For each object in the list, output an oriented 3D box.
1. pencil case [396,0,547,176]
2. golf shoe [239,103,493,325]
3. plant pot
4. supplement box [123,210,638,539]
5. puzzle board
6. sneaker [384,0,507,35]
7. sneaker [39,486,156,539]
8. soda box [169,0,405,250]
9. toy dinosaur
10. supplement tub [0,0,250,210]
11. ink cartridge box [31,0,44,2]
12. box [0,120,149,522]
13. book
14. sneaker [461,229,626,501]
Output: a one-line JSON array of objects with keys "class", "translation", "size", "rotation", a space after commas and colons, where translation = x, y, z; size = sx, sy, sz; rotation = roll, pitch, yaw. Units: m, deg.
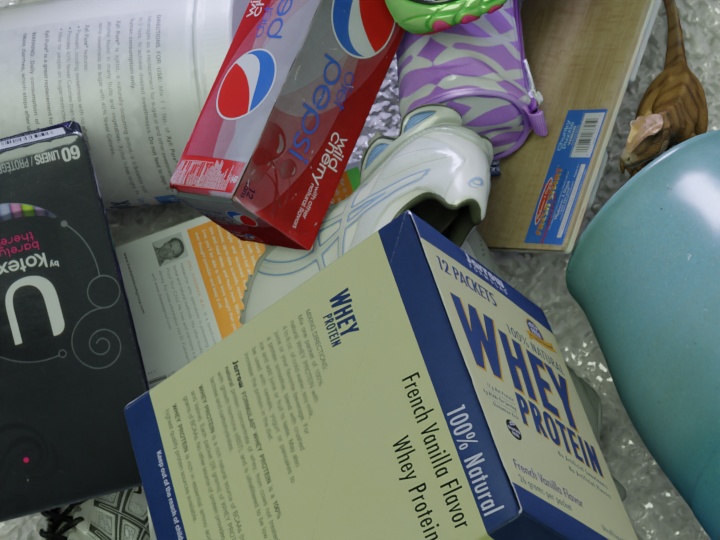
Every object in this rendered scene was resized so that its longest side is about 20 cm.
[{"class": "pencil case", "translation": [0.061, -0.160, 1.459], "size": [0.085, 0.084, 0.200], "rotation": [-13, 62, 17]}, {"class": "golf shoe", "translation": [0.000, 0.000, 1.390], "size": [0.078, 0.097, 0.200], "rotation": [28, 116, -24]}, {"class": "plant pot", "translation": [0.220, 0.032, 1.366], "size": [0.200, 0.200, 0.188], "rotation": [-41, 65, 1]}, {"class": "supplement box", "translation": [0.011, 0.118, 1.281], "size": [0.200, 0.134, 0.200], "rotation": [-35, 50, 19]}, {"class": "puzzle board", "translation": [0.118, -0.104, 1.439], "size": [0.017, 0.151, 0.200], "rotation": [21, 83, -24]}, {"class": "sneaker", "translation": [0.097, -0.206, 1.385], "size": [0.200, 0.077, 0.084], "rotation": [-30, 101, -14]}, {"class": "sneaker", "translation": [-0.159, 0.165, 1.446], "size": [0.076, 0.088, 0.200], "rotation": [-27, 71, 37]}, {"class": "soda box", "translation": [-0.031, -0.116, 1.400], "size": [0.063, 0.070, 0.200], "rotation": [10, 72, 47]}, {"class": "toy dinosaur", "translation": [0.184, -0.099, 1.444], "size": [0.060, 0.200, 0.106], "rotation": [5, 121, 6]}, {"class": "supplement tub", "translation": [-0.158, -0.100, 1.485], "size": [0.200, 0.132, 0.132], "rotation": [-6, 78, 10]}, {"class": "ink cartridge box", "translation": [-0.136, -0.259, 1.566], "size": [0.161, 0.050, 0.200], "rotation": [-15, 59, 8]}, {"class": "box", "translation": [-0.189, 0.028, 1.380], "size": [0.122, 0.106, 0.200], "rotation": [-15, 99, -6]}, {"class": "book", "translation": [-0.050, 0.023, 1.486], "size": [0.200, 0.048, 0.134], "rotation": [-18, 80, 7]}, {"class": "sneaker", "translation": [0.089, 0.063, 1.420], "size": [0.092, 0.076, 0.200], "rotation": [-2, 66, -35]}]
